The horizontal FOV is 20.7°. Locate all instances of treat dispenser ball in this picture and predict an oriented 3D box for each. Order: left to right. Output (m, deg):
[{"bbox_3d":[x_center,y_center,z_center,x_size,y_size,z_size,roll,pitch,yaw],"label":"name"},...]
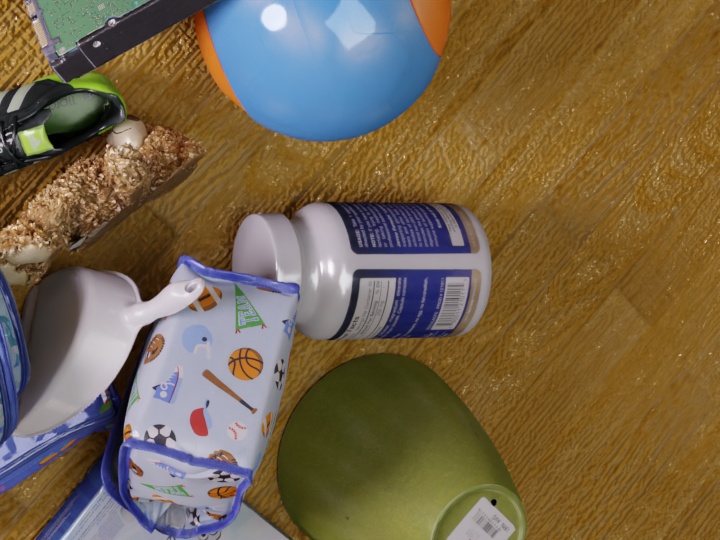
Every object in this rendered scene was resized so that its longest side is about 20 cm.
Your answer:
[{"bbox_3d":[-0.030,-0.201,1.529,0.200,0.201,0.202,-8,108,-25],"label":"treat dispenser ball"}]

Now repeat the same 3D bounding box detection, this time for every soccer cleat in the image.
[{"bbox_3d":[-0.273,-0.102,1.501,0.199,0.081,0.068,-26,115,-19],"label":"soccer cleat"}]

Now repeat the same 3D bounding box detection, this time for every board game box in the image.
[{"bbox_3d":[-0.180,0.260,1.679,0.199,0.043,0.200,42,83,-29],"label":"board game box"}]

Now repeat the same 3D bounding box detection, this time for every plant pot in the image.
[{"bbox_3d":[0.053,0.190,1.688,0.186,0.200,0.188,-8,108,-25],"label":"plant pot"}]

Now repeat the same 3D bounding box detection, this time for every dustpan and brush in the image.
[{"bbox_3d":[-0.192,0.041,1.498,0.057,0.200,0.140,24,52,-29],"label":"dustpan and brush"}]

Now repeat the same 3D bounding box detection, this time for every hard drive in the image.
[{"bbox_3d":[-0.158,-0.240,1.457,0.199,0.140,0.038,-28,147,4],"label":"hard drive"}]

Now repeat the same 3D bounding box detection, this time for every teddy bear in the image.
[{"bbox_3d":[-0.214,-0.058,1.519,0.200,0.145,0.067,-38,87,-13],"label":"teddy bear"}]

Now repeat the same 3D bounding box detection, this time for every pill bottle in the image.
[{"bbox_3d":[0.000,0.000,1.654,0.199,0.116,0.117,0,105,-27],"label":"pill bottle"}]

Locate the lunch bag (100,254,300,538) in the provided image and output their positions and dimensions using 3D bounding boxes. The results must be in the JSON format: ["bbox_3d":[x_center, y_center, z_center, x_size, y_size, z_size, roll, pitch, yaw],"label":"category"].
[{"bbox_3d":[-0.127,0.108,1.557,0.123,0.200,0.171,17,66,0],"label":"lunch bag"}]

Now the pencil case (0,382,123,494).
[{"bbox_3d":[-0.281,0.134,1.563,0.199,0.087,0.078,-30,139,-18],"label":"pencil case"}]

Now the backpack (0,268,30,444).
[{"bbox_3d":[-0.331,0.056,1.449,0.147,0.199,0.184,-27,115,-36],"label":"backpack"}]
